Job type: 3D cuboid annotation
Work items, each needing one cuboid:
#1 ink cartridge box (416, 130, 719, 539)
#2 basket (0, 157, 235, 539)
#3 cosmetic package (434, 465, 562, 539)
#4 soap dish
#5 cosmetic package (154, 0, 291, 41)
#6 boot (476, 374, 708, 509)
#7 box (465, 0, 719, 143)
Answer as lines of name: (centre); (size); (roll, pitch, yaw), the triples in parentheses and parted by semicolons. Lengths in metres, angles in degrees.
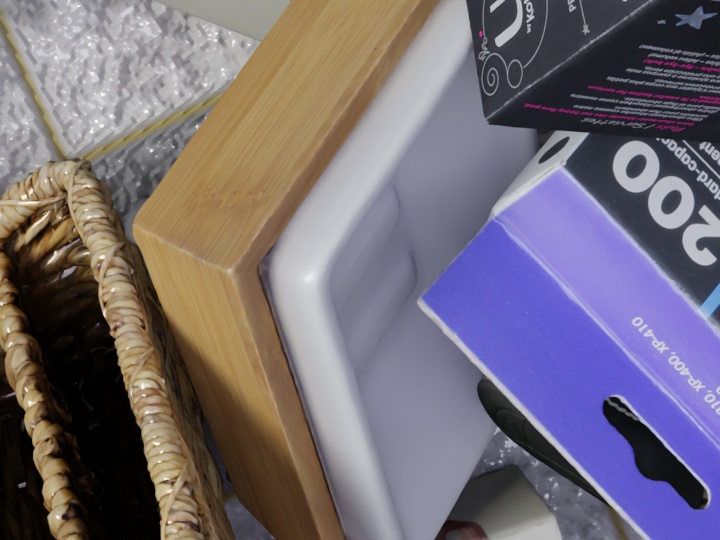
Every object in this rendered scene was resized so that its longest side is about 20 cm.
ink cartridge box: (0.148, 0.011, 0.743); (0.198, 0.043, 0.200); (45, 59, -6)
basket: (-0.120, 0.087, 0.738); (0.142, 0.149, 0.201); (-19, 55, -2)
cosmetic package: (-0.009, 0.162, 0.835); (0.199, 0.087, 0.104); (-20, 99, -4)
soap dish: (0.000, 0.000, 0.751); (0.081, 0.201, 0.158); (18, 58, 24)
cosmetic package: (-0.048, -0.152, 0.777); (0.199, 0.073, 0.104); (20, 61, -10)
boot: (0.141, 0.029, 0.812); (0.203, 0.073, 0.154); (33, 88, -44)
box: (0.139, -0.120, 0.694); (0.199, 0.115, 0.133); (2, 70, -30)
